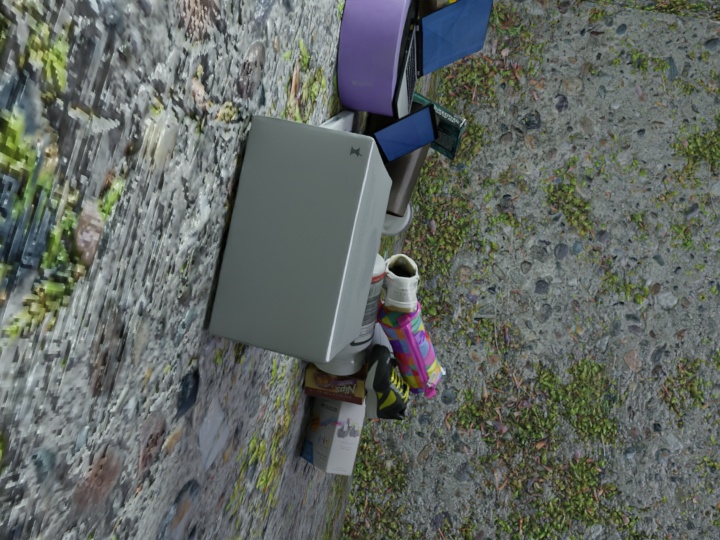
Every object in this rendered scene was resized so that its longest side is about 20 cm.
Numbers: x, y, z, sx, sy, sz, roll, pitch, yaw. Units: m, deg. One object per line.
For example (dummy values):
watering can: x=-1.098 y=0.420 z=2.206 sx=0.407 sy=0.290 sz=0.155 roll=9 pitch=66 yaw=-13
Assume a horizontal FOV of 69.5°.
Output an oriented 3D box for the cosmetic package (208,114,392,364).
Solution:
cosmetic package: x=-0.050 y=-0.027 z=0.550 sx=0.200 sy=0.120 sz=0.204 roll=9 pitch=93 yaw=-83

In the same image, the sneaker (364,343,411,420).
sneaker: x=0.054 y=0.206 z=0.949 sx=0.202 sy=0.083 sz=0.075 roll=89 pitch=14 yaw=-47

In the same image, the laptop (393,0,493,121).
laptop: x=0.132 y=-0.318 z=0.837 sx=0.187 sy=0.113 sz=0.204 roll=35 pitch=68 yaw=-81

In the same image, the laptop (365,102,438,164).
laptop: x=0.058 y=-0.163 z=0.881 sx=0.177 sy=0.101 sz=0.204 roll=17 pitch=87 yaw=-78

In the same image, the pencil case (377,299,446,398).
pencil case: x=0.094 y=0.139 z=0.944 sx=0.089 sy=0.087 sz=0.202 roll=-69 pitch=144 yaw=-44

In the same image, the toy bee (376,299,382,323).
toy bee: x=0.000 y=0.000 z=1.019 sx=0.109 sy=0.128 sz=0.205 roll=-159 pitch=-110 yaw=-74

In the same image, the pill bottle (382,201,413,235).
pill bottle: x=0.076 y=-0.147 z=1.308 sx=0.200 sy=0.111 sz=0.116 roll=-33 pitch=135 yaw=-80

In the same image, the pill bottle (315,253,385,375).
pill bottle: x=-0.027 y=0.068 z=0.888 sx=0.116 sy=0.113 sz=0.204 roll=-59 pitch=160 yaw=-66

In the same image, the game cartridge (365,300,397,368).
game cartridge: x=0.012 y=0.115 z=1.078 sx=0.201 sy=0.127 sz=0.039 roll=-90 pitch=-159 yaw=-61

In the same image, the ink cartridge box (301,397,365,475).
ink cartridge box: x=-0.049 y=0.303 z=1.076 sx=0.114 sy=0.067 sz=0.204 roll=-5 pitch=-112 yaw=58

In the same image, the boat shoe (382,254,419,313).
boat shoe: x=0.071 y=0.006 z=0.897 sx=0.200 sy=0.069 sz=0.071 roll=-99 pitch=-165 yaw=-71

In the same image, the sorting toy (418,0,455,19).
sorting toy: x=0.108 y=-0.486 z=0.807 sx=0.200 sy=0.068 sz=0.202 roll=16 pitch=51 yaw=-83

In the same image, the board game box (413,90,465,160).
board game box: x=0.128 y=-0.326 z=1.114 sx=0.028 sy=0.198 sz=0.135 roll=-53 pitch=168 yaw=-10

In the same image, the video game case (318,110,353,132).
video game case: x=-0.049 y=-0.121 z=0.774 sx=0.183 sy=0.022 sz=0.204 roll=-63 pitch=163 yaw=-62

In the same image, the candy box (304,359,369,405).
candy box: x=-0.029 y=0.187 z=1.039 sx=0.200 sy=0.114 sz=0.058 roll=-57 pitch=154 yaw=-70

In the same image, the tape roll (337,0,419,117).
tape roll: x=0.031 y=-0.345 z=0.790 sx=0.200 sy=0.083 sz=0.205 roll=13 pitch=90 yaw=-82

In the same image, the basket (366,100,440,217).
basket: x=0.063 y=-0.220 z=1.043 sx=0.180 sy=0.133 sz=0.204 roll=-157 pitch=-97 yaw=-71
